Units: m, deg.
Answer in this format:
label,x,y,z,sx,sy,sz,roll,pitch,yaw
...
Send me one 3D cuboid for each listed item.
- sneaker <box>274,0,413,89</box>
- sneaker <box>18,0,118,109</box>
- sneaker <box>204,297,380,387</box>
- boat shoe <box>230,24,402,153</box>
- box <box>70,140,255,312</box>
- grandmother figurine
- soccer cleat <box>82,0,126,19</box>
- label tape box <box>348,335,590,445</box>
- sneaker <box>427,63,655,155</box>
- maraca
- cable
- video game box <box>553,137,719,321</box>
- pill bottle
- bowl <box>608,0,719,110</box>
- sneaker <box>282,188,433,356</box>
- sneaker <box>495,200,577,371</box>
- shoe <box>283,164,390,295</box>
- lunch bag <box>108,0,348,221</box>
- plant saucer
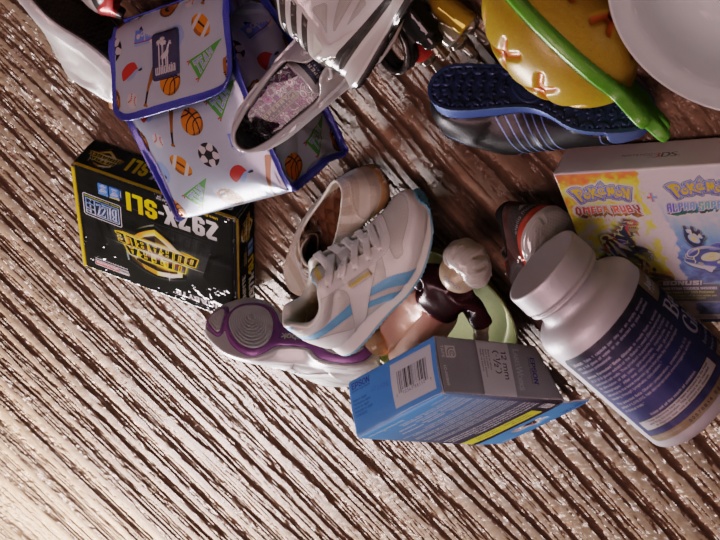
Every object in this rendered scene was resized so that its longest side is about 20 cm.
label,x,y,z,sx,sy,sz,roll,pitch,yaw
sneaker,-0.007,-0.238,1.211,0.115,0.076,0.201,32,132,-3
sneaker,-0.291,-0.233,1.558,0.200,0.073,0.085,48,140,-16
sneaker,-0.073,0.089,1.694,0.200,0.075,0.100,13,152,18
boat shoe,-0.041,-0.175,1.357,0.200,0.069,0.072,-37,100,21
box,-0.212,-0.042,1.721,0.200,0.049,0.160,20,136,15
grandmother figurine,0.077,0.035,1.562,0.121,0.061,0.200,25,143,-5
soccer cleat,-0.235,-0.314,1.449,0.085,0.069,0.200,26,144,1
label tape box,0.110,0.125,1.604,0.200,0.066,0.143,5,154,-37
sneaker,0.160,-0.137,1.385,0.200,0.070,0.078,9,158,16
maraca,0.177,-0.179,1.275,0.200,0.137,0.107,44,112,-3
cable,0.023,-0.251,1.378,0.097,0.050,0.200,-30,100,44
video game box,0.294,-0.033,1.412,0.200,0.047,0.182,-2,127,34
pill bottle,0.234,0.058,1.421,0.200,0.111,0.111,40,139,-13
bowl,0.293,-0.223,1.186,0.201,0.090,0.201,17,138,16
sneaker,0.000,0.000,1.533,0.081,0.077,0.200,19,121,-30
sneaker,0.182,0.008,1.522,0.082,0.077,0.200,29,148,48
shoe,-0.038,-0.037,1.594,0.070,0.053,0.200,55,139,18
lunch bag,-0.138,-0.163,1.501,0.170,0.124,0.200,-11,110,38
plant saucer,0.074,0.042,1.637,0.200,0.031,0.200,18,137,17
